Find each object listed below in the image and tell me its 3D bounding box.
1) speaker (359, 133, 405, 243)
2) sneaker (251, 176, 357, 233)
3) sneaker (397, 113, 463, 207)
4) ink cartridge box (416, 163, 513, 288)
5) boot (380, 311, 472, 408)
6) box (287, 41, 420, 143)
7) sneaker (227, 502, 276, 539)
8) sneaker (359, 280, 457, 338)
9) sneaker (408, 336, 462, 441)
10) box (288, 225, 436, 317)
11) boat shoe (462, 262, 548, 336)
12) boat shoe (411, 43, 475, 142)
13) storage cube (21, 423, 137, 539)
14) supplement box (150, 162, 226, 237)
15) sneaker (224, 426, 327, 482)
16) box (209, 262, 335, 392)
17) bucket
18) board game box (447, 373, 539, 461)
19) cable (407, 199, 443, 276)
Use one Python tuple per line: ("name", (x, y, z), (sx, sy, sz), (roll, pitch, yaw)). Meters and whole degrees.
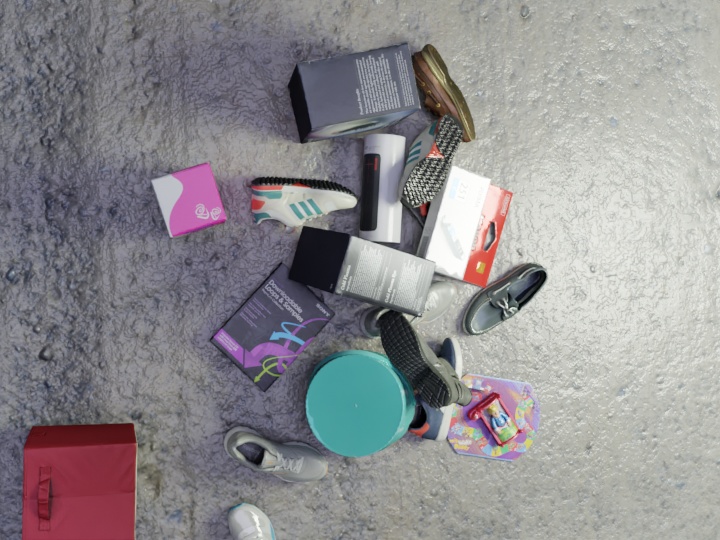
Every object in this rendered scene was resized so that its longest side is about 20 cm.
("speaker", (0.041, -0.153, 1.550), (0.080, 0.081, 0.203), (3, 91, -10))
("sneaker", (-0.107, -0.117, 1.533), (0.197, 0.070, 0.094), (4, 109, -12))
("sneaker", (0.118, -0.198, 1.542), (0.070, 0.093, 0.201), (34, 72, -20))
("ink cartridge box", (0.208, -0.080, 1.574), (0.175, 0.045, 0.202), (17, 89, -26))
("boot", (0.118, 0.167, 1.501), (0.068, 0.130, 0.201), (-40, 70, 17))
("box", (-0.018, -0.311, 1.478), (0.196, 0.200, 0.125), (-12, 94, -9))
("sneaker", (-0.183, 0.524, 1.522), (0.076, 0.081, 0.202), (-26, 94, -7))
("sneaker", (0.100, 0.078, 1.558), (0.198, 0.092, 0.076), (-25, 94, -10))
("sneaker", (0.136, 0.223, 1.576), (0.084, 0.075, 0.202), (11, 88, -12))
("box", (0.000, 0.000, 1.462), (0.181, 0.199, 0.105), (16, 89, -29))
("boat shoe", (0.283, 0.056, 1.605), (0.199, 0.062, 0.073), (-38, 100, -6))
("boat shoe", (0.155, -0.330, 1.580), (0.067, 0.072, 0.201), (-26, 106, 25))
("storage cube", (-0.476, 0.361, 1.414), (0.178, 0.200, 0.173), (1, 90, -16))
("supplement box", (-0.295, -0.118, 1.430), (0.100, 0.200, 0.104), (-18, 94, -9))
("sneaker", (-0.154, 0.348, 1.511), (0.198, 0.092, 0.077), (17, 88, -10))
("box", (-0.163, 0.105, 1.542), (0.143, 0.036, 0.200), (43, 83, -8))
("bucket", (-0.003, 0.240, 1.496), (0.205, 0.135, 0.210), (-1, 83, 6))
("board game box", (0.264, 0.292, 1.616), (0.198, 0.039, 0.160), (11, 89, -10))
("cable", (0.135, -0.088, 1.582), (0.096, 0.050, 0.203), (-4, 90, -11))
